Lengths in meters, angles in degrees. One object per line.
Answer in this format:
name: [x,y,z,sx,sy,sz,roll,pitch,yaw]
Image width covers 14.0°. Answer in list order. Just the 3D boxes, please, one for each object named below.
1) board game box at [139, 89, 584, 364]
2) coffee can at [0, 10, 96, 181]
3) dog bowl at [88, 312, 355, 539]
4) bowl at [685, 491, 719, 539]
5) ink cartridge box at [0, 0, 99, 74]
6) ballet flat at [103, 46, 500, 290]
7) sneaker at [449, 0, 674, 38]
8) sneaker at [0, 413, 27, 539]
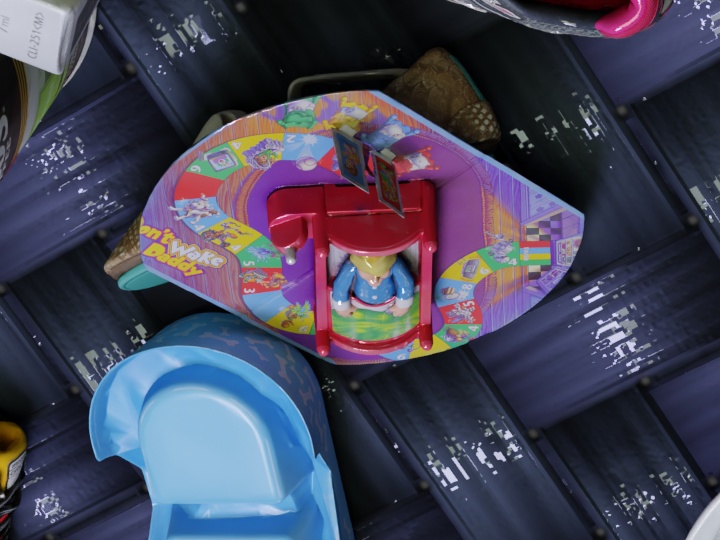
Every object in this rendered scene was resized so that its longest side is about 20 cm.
board game box: [0.000,0.000,1.300,0.200,0.039,0.158,29,132,-36]
coffee can: [-0.209,-0.086,1.257,0.146,0.200,0.147,5,120,10]
dog bowl: [-0.060,0.109,1.405,0.111,0.050,0.201,-2,120,19]
bowl: [0.244,0.142,1.347,0.200,0.090,0.202,5,117,10]
ink cartridge box: [-0.167,-0.188,1.201,0.173,0.200,0.044,21,140,1]
ballet flat: [-0.032,-0.050,1.331,0.199,0.070,0.066,-19,84,17]
sneaker: [0.041,-0.152,1.248,0.199,0.075,0.081,13,118,6]
sneaker: [-0.198,0.116,1.430,0.082,0.078,0.201,-12,114,15]
